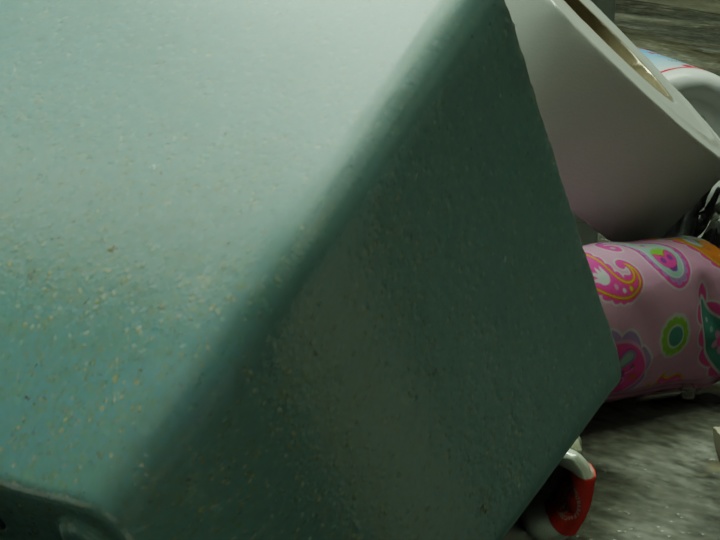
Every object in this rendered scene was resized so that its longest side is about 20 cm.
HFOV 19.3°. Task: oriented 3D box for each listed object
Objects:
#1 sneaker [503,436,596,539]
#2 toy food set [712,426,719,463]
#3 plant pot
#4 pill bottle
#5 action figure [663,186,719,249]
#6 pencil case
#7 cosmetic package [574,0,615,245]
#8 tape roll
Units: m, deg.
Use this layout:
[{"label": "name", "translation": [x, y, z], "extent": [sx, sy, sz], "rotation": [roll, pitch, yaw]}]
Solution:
[{"label": "sneaker", "translation": [0.064, 0.078, 0.864], "extent": [0.093, 0.071, 0.199], "rotation": [23, 22, 31]}, {"label": "toy food set", "translation": [0.249, 0.089, 0.832], "extent": [0.199, 0.061, 0.144], "rotation": [2, 13, -4]}, {"label": "plant pot", "translation": [-0.056, 0.030, 0.708], "extent": [0.196, 0.196, 0.200], "rotation": [10, 50, 31]}, {"label": "pill bottle", "translation": [0.214, -0.112, 1.617], "extent": [0.108, 0.109, 0.200], "rotation": [-1, 13, -13]}, {"label": "action figure", "translation": [0.201, -0.019, 1.222], "extent": [0.118, 0.103, 0.200], "rotation": [17, 14, 11]}, {"label": "pencil case", "translation": [0.101, 0.032, 1.021], "extent": [0.199, 0.088, 0.087], "rotation": [-8, 16, -41]}, {"label": "cosmetic package", "translation": [0.066, -0.113, 1.388], "extent": [0.122, 0.201, 0.199], "rotation": [-3, 14, -22]}, {"label": "tape roll", "translation": [0.106, -0.103, 1.127], "extent": [0.202, 0.071, 0.203], "rotation": [42, 13, -12]}]
